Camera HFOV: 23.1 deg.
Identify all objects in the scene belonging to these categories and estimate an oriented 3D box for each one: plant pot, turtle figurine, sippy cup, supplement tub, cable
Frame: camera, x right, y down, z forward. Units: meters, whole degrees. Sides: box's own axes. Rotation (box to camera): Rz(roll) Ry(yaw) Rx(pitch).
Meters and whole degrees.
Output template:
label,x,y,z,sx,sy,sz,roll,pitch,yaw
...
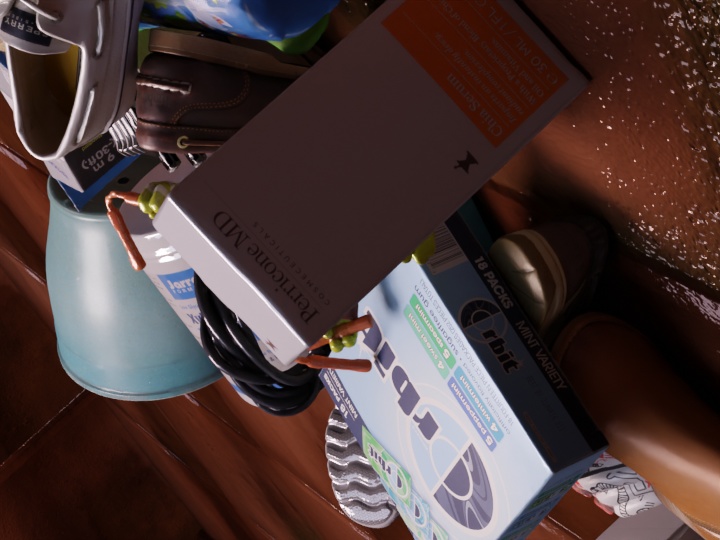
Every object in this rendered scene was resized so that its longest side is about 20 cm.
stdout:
label,x,y,z,sx,sy,sz,roll,pitch,yaw
plant pot,-0.197,-0.019,1.598,0.200,0.200,0.188,34,145,41
turtle figurine,-0.031,-0.013,0.989,0.200,0.064,0.161,37,147,-25
sippy cup,-0.078,-0.184,0.947,0.130,0.178,0.140,22,111,36
supplement tub,-0.094,0.003,1.443,0.200,0.132,0.132,54,164,-29
cable,-0.058,0.005,1.254,0.051,0.200,0.163,-9,171,28

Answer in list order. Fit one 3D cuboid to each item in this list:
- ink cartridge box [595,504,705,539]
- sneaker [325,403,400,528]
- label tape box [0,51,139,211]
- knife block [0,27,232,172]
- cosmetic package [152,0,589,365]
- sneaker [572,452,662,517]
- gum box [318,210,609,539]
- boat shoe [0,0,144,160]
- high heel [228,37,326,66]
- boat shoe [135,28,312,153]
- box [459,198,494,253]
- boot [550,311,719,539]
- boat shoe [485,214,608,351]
label,x,y,z,sx,sy,sz,roll,pitch,yaw
ink cartridge box,0.254,0.247,1.188,0.200,0.083,0.146,48,166,-2
sneaker,0.029,0.086,1.270,0.075,0.200,0.082,1,169,29
label tape box,-0.179,-0.136,1.297,0.066,0.143,0.200,37,162,35
knife block,-0.124,-0.165,1.059,0.175,0.200,0.064,10,174,-27
cosmetic package,0.005,-0.058,0.873,0.101,0.200,0.071,47,164,-1
sneaker,0.121,0.119,1.157,0.201,0.067,0.108,-13,126,42
gum box,0.053,0.082,1.055,0.170,0.045,0.200,58,153,18
boat shoe,-0.155,-0.139,0.901,0.071,0.070,0.200,27,138,14
high heel,-0.068,-0.165,1.106,0.142,0.071,0.200,11,138,44
boat shoe,-0.044,-0.086,0.999,0.200,0.070,0.070,7,-177,-40
box,0.058,0.002,1.176,0.082,0.049,0.200,31,158,46
boot,0.204,0.106,1.000,0.200,0.074,0.155,43,171,-34
boat shoe,0.105,0.021,1.059,0.072,0.066,0.201,63,166,15
